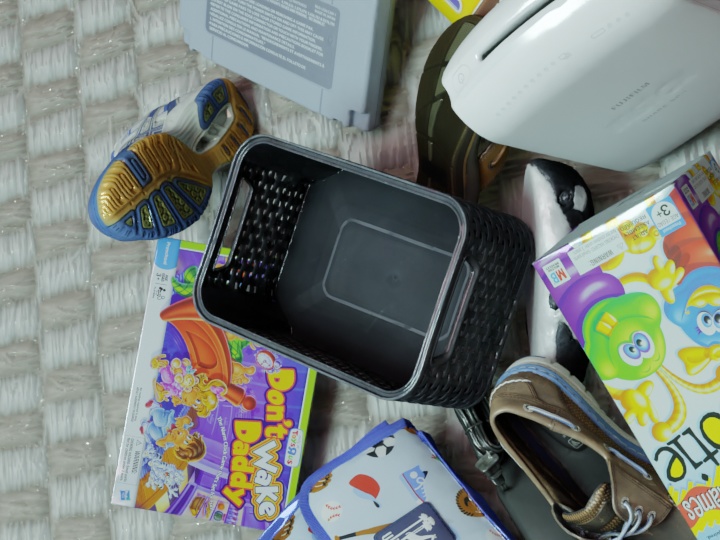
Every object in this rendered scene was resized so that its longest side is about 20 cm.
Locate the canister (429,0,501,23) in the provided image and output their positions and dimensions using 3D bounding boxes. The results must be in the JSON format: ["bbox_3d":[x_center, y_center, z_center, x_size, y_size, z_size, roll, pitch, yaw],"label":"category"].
[{"bbox_3d":[0.117,-0.219,1.118,0.200,0.086,0.149,49,115,25],"label":"canister"}]

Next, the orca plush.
[{"bbox_3d":[0.152,0.025,1.075,0.071,0.105,0.201,-4,82,-5],"label":"orca plush"}]

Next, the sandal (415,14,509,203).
[{"bbox_3d":[0.077,-0.084,1.120,0.082,0.054,0.201,-137,44,-55],"label":"sandal"}]

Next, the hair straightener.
[{"bbox_3d":[0.100,0.123,1.086,0.041,0.077,0.200,-28,66,7],"label":"hair straightener"}]

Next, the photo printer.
[{"bbox_3d":[0.159,-0.134,0.978,0.166,0.200,0.070,-36,61,34],"label":"photo printer"}]

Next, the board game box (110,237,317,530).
[{"bbox_3d":[-0.100,0.085,1.191,0.134,0.045,0.201,9,87,0],"label":"board game box"}]

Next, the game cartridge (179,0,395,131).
[{"bbox_3d":[-0.057,-0.202,1.217,0.200,0.040,0.134,29,131,30],"label":"game cartridge"}]

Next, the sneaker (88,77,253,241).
[{"bbox_3d":[-0.158,-0.074,1.219,0.088,0.200,0.075,-15,111,33],"label":"sneaker"}]

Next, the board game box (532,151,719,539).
[{"bbox_3d":[0.210,0.046,0.973,0.105,0.103,0.200,-31,91,28],"label":"board game box"}]

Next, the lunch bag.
[{"bbox_3d":[0.014,0.225,1.092,0.200,0.124,0.170,-47,63,13],"label":"lunch bag"}]

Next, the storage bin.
[{"bbox_3d":[0.000,0.000,1.076,0.200,0.094,0.136,21,94,34],"label":"storage bin"}]

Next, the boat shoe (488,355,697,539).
[{"bbox_3d":[0.157,0.144,1.018,0.200,0.072,0.072,39,123,6],"label":"boat shoe"}]
